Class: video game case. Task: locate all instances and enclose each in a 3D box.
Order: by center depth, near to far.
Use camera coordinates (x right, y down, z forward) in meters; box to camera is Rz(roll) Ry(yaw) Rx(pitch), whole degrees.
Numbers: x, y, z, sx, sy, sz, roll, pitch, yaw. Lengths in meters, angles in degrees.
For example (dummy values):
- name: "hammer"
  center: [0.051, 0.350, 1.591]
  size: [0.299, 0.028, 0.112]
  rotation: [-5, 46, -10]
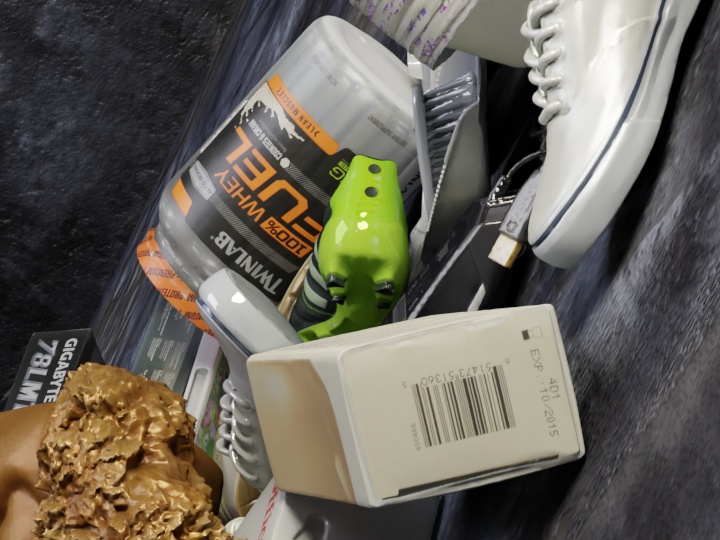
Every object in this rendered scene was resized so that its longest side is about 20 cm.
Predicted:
- name: "video game case"
  center: [-0.099, 0.147, 1.787]
  size: [0.143, 0.018, 0.200]
  rotation: [75, -158, -45]

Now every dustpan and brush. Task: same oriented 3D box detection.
- name: "dustpan and brush"
  center: [0.045, -0.040, 1.527]
  size: [0.140, 0.057, 0.200]
  rotation: [-88, -6, -60]

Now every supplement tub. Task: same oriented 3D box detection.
- name: "supplement tub"
  center: [-0.044, -0.054, 1.738]
  size: [0.200, 0.122, 0.123]
  rotation: [-48, 14, 14]

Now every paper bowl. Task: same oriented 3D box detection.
- name: "paper bowl"
  center: [0.092, -0.185, 1.398]
  size: [0.201, 0.104, 0.201]
  rotation: [-49, -1, -1]

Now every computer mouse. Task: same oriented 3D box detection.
- name: "computer mouse"
  center: [0.067, 0.001, 1.387]
  size: [0.200, 0.046, 0.140]
  rotation: [-55, 8, 5]

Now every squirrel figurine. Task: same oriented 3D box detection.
- name: "squirrel figurine"
  center: [-0.140, 0.157, 1.371]
  size: [0.200, 0.141, 0.187]
  rotation: [123, 161, -54]

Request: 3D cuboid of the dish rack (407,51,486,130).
- name: "dish rack"
  center: [0.051, -0.161, 1.647]
  size: [0.200, 0.043, 0.172]
  rotation: [-91, -1, -70]

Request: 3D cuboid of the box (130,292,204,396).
- name: "box"
  center: [-0.100, 0.067, 1.883]
  size: [0.159, 0.046, 0.200]
  rotation: [64, -140, -56]

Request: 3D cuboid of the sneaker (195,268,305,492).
- name: "sneaker"
  center: [-0.042, 0.078, 1.406]
  size: [0.071, 0.200, 0.073]
  rotation: [-37, 44, -2]

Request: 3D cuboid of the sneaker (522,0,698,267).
- name: "sneaker"
  center: [0.107, -0.099, 1.271]
  size: [0.073, 0.071, 0.200]
  rotation: [139, 153, -68]

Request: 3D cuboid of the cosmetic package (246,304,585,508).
- name: "cosmetic package"
  center: [0.021, 0.062, 1.249]
  size: [0.200, 0.105, 0.071]
  rotation: [169, 88, -78]

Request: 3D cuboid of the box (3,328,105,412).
- name: "box"
  center: [-0.190, 0.176, 1.782]
  size: [0.200, 0.050, 0.199]
  rotation: [-76, -26, -47]

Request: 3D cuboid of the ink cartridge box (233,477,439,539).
- name: "ink cartridge box"
  center: [-0.046, 0.204, 1.388]
  size: [0.200, 0.085, 0.148]
  rotation: [-55, 14, 43]

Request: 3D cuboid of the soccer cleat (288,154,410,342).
- name: "soccer cleat"
  center: [0.000, 0.000, 1.526]
  size: [0.200, 0.067, 0.081]
  rotation: [108, 171, -69]

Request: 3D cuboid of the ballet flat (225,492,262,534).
- name: "ballet flat"
  center: [-0.044, 0.143, 1.579]
  size: [0.071, 0.065, 0.200]
  rotation: [-46, 23, 61]

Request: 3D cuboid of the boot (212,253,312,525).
- name: "boot"
  center: [-0.040, 0.071, 1.710]
  size: [0.155, 0.072, 0.200]
  rotation: [157, 133, -78]
